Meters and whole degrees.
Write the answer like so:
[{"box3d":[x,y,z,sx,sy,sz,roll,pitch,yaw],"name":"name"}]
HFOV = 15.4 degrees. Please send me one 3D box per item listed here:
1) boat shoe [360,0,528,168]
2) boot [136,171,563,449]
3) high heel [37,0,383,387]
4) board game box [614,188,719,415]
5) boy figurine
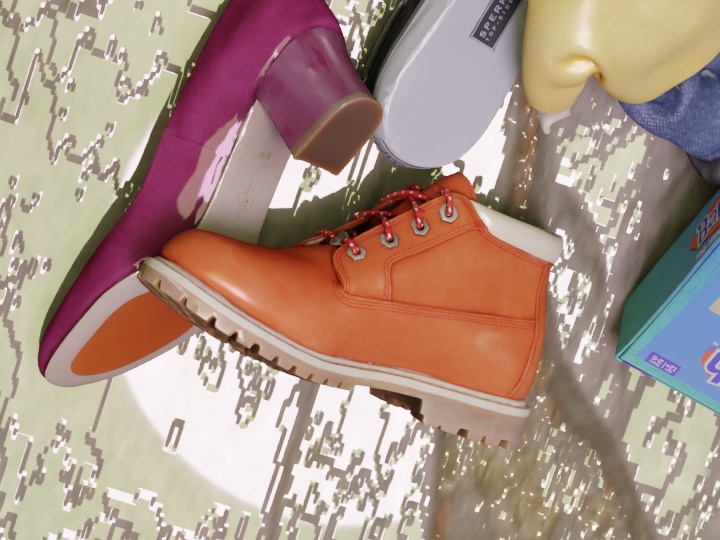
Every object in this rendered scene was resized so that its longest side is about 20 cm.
[{"box3d":[0.063,-0.136,1.143,0.068,0.057,0.200,35,94,-27],"name":"boat shoe"},{"box3d":[0.000,0.000,1.134,0.199,0.075,0.108,18,95,-34],"name":"boot"},{"box3d":[-0.078,-0.039,1.160,0.200,0.096,0.067,-41,145,12],"name":"high heel"},{"box3d":[0.224,0.000,1.136,0.151,0.045,0.200,29,130,-10],"name":"board game box"},{"box3d":[0.111,-0.108,1.102,0.124,0.065,0.200,-42,132,14],"name":"boy figurine"}]
